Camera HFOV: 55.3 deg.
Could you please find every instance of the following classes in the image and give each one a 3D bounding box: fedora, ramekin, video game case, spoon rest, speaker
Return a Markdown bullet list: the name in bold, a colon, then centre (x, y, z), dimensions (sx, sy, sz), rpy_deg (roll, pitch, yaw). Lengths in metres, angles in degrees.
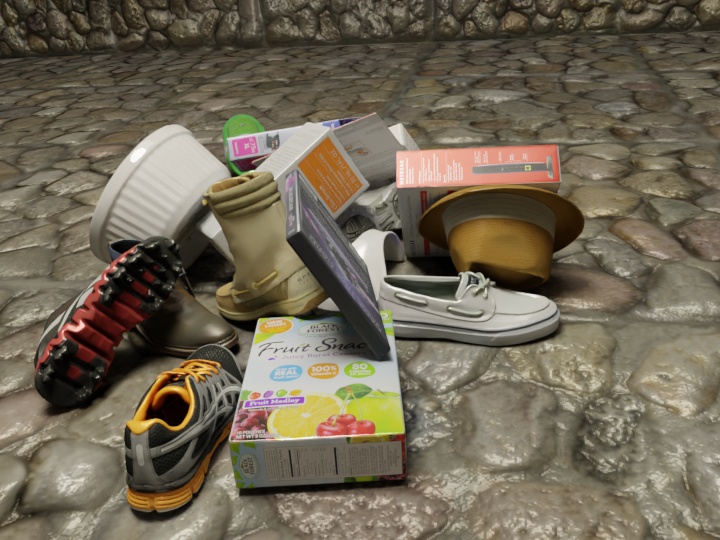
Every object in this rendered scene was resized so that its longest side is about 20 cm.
- **fedora**: centre (0.160, -0.024, 0.787), dimensions (0.200, 0.201, 0.082), rpy_deg (-1, 68, 7)
- **ramekin**: centre (-0.247, -0.077, 0.889), dimensions (0.094, 0.203, 0.202), rpy_deg (33, 33, 3)
- **video game case**: centre (-0.027, -0.015, 0.683), dimensions (0.019, 0.143, 0.200), rpy_deg (-33, 22, 9)
- **spoon rest**: centre (0.000, 0.000, 0.837), dimensions (0.099, 0.061, 0.200), rpy_deg (7, 28, 22)
- **speaker**: centre (-0.223, -0.244, 1.333), dimensions (0.088, 0.089, 0.200), rpy_deg (-9, 27, -9)

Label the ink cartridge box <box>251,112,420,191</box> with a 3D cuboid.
- **ink cartridge box**: centre (-0.027, -0.161, 0.991), dimensions (0.199, 0.176, 0.045), rpy_deg (-16, 61, 23)

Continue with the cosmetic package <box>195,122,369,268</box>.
- **cosmetic package**: centre (-0.097, -0.083, 0.874), dimensions (0.200, 0.102, 0.071), rpy_deg (-45, 32, -9)

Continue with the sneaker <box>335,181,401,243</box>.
- **sneaker**: centre (-0.006, -0.064, 0.971), dimensions (0.099, 0.078, 0.200), rpy_deg (-2, 21, 47)

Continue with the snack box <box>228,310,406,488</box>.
- **snack box**: centre (-0.035, 0.108, 0.632), dimensions (0.141, 0.053, 0.200), rpy_deg (-2, 25, 1)

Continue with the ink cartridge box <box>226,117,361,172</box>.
- **ink cartridge box**: centre (-0.095, -0.189, 1.041), dimensions (0.199, 0.042, 0.119), rpy_deg (-12, 1, -2)

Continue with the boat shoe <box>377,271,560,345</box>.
- **boat shoe**: centre (0.115, 0.036, 0.740), dimensions (0.199, 0.067, 0.074), rpy_deg (-3, 27, 3)

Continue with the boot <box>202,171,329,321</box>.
- **boot**: centre (-0.126, -0.025, 0.756), dimensions (0.073, 0.156, 0.200), rpy_deg (-37, 18, -33)

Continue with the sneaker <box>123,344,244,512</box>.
- **sneaker**: centre (-0.151, 0.117, 0.609), dimensions (0.078, 0.078, 0.200), rpy_deg (-4, 25, 5)

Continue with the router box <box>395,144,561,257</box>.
- **router box**: centre (0.138, -0.077, 0.837), dimensions (0.179, 0.200, 0.049), rpy_deg (-1, 68, 6)

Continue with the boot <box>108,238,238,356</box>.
- **boot**: centre (-0.220, 0.028, 0.771), dimensions (0.199, 0.097, 0.075), rpy_deg (14, 32, 33)

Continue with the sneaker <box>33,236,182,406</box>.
- **sneaker**: centre (-0.269, 0.042, 0.718), dimensions (0.098, 0.071, 0.201), rpy_deg (13, 63, 51)
